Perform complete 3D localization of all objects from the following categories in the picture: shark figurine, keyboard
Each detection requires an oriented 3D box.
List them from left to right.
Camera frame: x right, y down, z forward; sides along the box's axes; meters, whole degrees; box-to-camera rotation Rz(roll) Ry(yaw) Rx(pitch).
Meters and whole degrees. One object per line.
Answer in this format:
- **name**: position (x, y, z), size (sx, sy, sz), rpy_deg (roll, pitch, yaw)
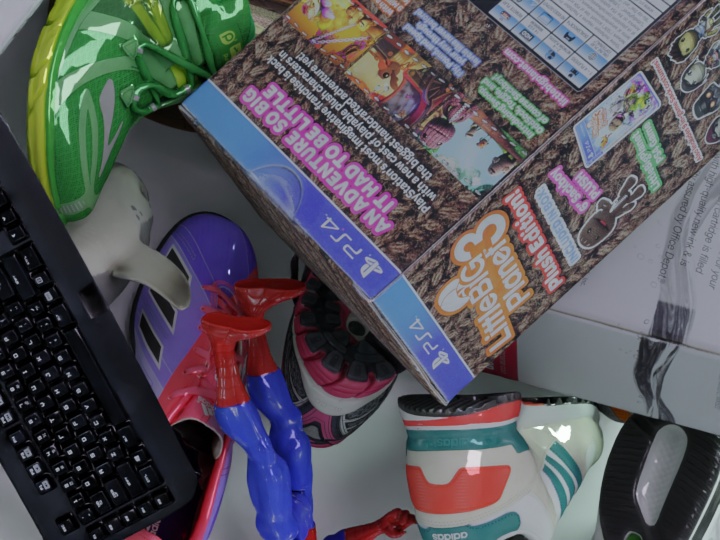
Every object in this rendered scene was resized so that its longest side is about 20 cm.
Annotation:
- **shark figurine**: position (-0.168, 0.017, 0.996), size (0.213, 0.090, 0.128), rpy_deg (-11, 44, -40)
- **keyboard**: position (-0.156, 0.037, 0.927), size (0.104, 0.040, 0.201), rpy_deg (-27, 102, 5)

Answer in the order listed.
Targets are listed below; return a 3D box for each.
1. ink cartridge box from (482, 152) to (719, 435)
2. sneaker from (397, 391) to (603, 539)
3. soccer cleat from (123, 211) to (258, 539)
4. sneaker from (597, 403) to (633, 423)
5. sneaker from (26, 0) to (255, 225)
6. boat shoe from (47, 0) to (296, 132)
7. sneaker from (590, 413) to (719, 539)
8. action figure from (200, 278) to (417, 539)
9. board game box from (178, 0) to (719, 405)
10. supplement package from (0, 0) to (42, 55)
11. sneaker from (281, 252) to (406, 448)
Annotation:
- **ink cartridge box**: position (0.149, -0.008, 1.048), size (0.199, 0.084, 0.146), rpy_deg (15, 59, 13)
- **sneaker**: position (0.069, 0.108, 1.064), size (0.200, 0.070, 0.094), rpy_deg (13, 75, -69)
- **soccer cleat**: position (-0.078, 0.058, 1.028), size (0.068, 0.073, 0.201), rpy_deg (24, 62, -20)
- **sneaker**: position (0.134, -0.011, 1.184), size (0.112, 0.077, 0.201), rpy_deg (-12, 71, -48)
- **sneaker**: position (-0.093, -0.109, 1.004), size (0.083, 0.074, 0.201), rpy_deg (20, 68, 12)
- **boat shoe**: position (-0.057, -0.112, 1.103), size (0.198, 0.073, 0.072), rpy_deg (14, 30, -1)
- **sneaker**: position (0.144, 0.169, 1.112), size (0.201, 0.075, 0.115), rpy_deg (-62, 151, -2)
- **action figure**: position (-0.012, 0.109, 0.998), size (0.065, 0.098, 0.201), rpy_deg (-46, 137, -56)
- **board game box**: position (0.050, -0.072, 0.980), size (0.200, 0.097, 0.159), rpy_deg (-41, 52, -4)
- **supplement package**: position (-0.187, -0.160, 0.968), size (0.121, 0.120, 0.200), rpy_deg (39, 94, -12)
- **sneaker**: position (0.000, 0.000, 1.098), size (0.080, 0.075, 0.201), rpy_deg (26, 45, -2)
